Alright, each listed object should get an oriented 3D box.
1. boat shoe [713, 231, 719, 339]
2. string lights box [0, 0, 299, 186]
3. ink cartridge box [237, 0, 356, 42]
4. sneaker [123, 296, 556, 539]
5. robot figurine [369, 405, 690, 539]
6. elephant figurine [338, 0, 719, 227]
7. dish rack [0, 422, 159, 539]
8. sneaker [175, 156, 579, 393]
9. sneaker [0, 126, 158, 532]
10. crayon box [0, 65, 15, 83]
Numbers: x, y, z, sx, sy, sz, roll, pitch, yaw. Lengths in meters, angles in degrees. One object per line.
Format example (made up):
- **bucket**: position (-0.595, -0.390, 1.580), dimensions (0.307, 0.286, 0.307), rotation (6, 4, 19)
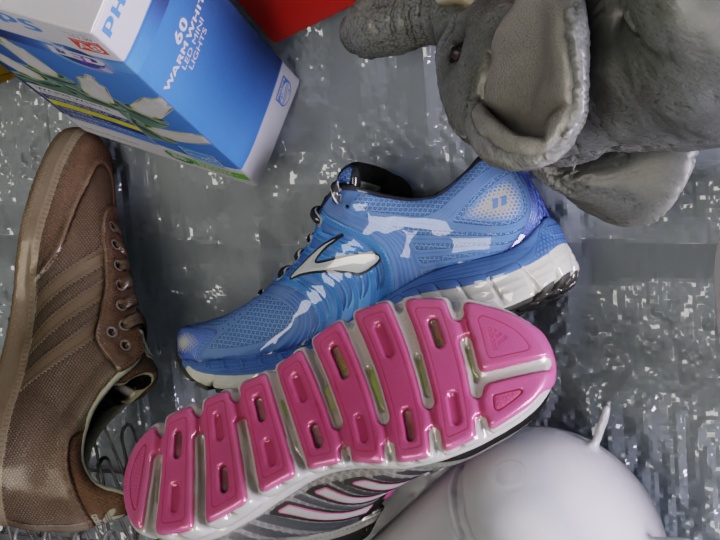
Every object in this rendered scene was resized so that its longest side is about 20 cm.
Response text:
- **boat shoe**: position (0.207, 0.054, 0.841), dimensions (0.072, 0.065, 0.202), rotation (-29, 68, 31)
- **string lights box**: position (-0.109, -0.105, 0.874), dimensions (0.102, 0.200, 0.059), rotation (18, 81, 20)
- **ink cartridge box**: position (-0.016, -0.183, 0.834), dimensions (0.199, 0.045, 0.176), rotation (-22, 123, 30)
- **sneaker**: position (-0.002, 0.073, 0.877), dimensions (0.199, 0.087, 0.074), rotation (-24, 64, 16)
- **robot figurine**: position (0.059, 0.148, 0.904), dimensions (0.200, 0.113, 0.170), rotation (-43, 75, 27)
- **elephant figurine**: position (0.092, -0.083, 0.829), dimensions (0.199, 0.156, 0.141), rotation (-36, 110, 28)
- **dish rack**: position (-0.138, 0.125, 0.973), dimensions (0.198, 0.154, 0.055), rotation (1, 124, 24)
- **sneaker**: position (0.000, 0.000, 0.928), dimensions (0.199, 0.078, 0.090), rotation (-22, 82, 21)
- **sneaker**: position (-0.129, 0.029, 0.962), dimensions (0.075, 0.071, 0.202), rotation (7, 69, 3)
- **crayon box**: position (-0.245, -0.139, 1.013), dimensions (0.199, 0.052, 0.127), rotation (-17, 95, 27)
